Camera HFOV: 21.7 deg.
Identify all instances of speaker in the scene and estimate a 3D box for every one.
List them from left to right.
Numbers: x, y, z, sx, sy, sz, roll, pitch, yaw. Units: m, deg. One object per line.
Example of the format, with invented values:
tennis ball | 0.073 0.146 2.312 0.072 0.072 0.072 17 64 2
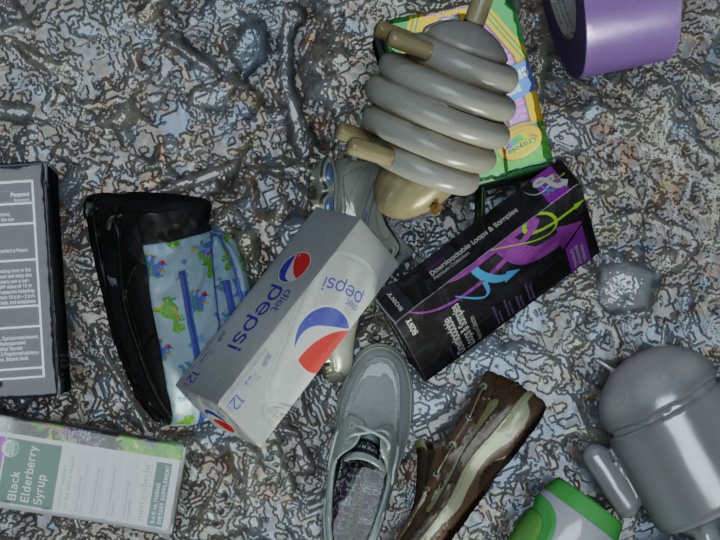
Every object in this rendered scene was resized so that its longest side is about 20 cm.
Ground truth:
speaker | 0.144 0.283 1.652 0.088 0.088 0.200 36 86 -1

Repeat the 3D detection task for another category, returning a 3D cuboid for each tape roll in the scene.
tape roll | 0.207 -0.271 1.619 0.084 0.200 0.201 -11 88 -2

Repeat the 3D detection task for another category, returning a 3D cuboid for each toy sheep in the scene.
toy sheep | 0.062 -0.135 1.520 0.137 0.138 0.201 22 104 -2

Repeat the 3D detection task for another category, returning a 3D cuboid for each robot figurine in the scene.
robot figurine | 0.282 0.151 1.649 0.169 0.113 0.201 -27 90 1

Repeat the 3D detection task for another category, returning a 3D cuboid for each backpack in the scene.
backpack | -0.157 0.035 1.615 0.153 0.163 0.202 -3 96 -27

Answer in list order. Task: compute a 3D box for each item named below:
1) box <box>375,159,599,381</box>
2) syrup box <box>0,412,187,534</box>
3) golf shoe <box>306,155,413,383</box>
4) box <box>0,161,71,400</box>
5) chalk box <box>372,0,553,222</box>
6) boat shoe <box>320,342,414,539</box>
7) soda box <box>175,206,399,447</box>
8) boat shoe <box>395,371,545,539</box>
box | 0.114 0.004 1.635 0.199 0.143 0.036 -36 63 -2
syrup box | -0.255 0.174 1.640 0.199 0.081 0.079 10 86 -4
golf shoe | 0.000 0.000 1.662 0.096 0.078 0.202 1 89 -6
box | -0.356 0.014 1.621 0.198 0.123 0.200 -3 89 -4
chalk box | 0.094 -0.126 1.647 0.123 0.125 0.201 -14 90 -3
boat shoe | 0.007 0.164 1.657 0.070 0.072 0.202 11 87 -2
soda box | -0.059 0.045 1.563 0.200 0.068 0.063 -53 126 -17
boat shoe | 0.077 0.178 1.667 0.075 0.075 0.203 37 80 13
